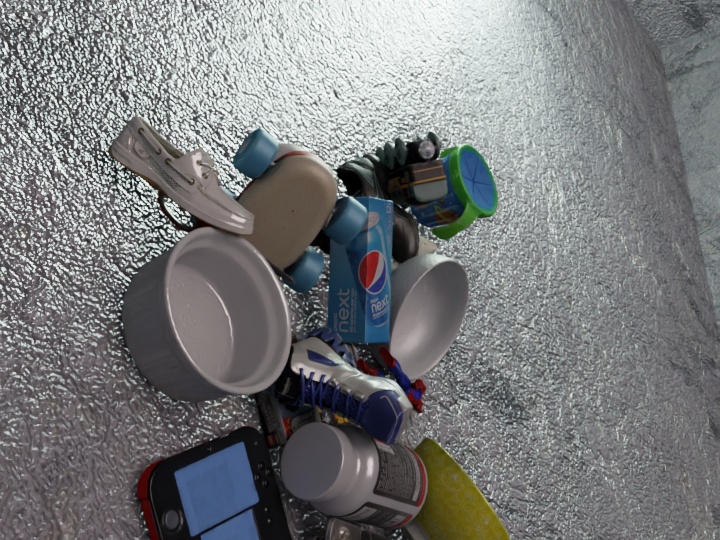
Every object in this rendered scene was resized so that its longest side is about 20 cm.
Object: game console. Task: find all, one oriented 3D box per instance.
[{"bbox_3d":[-0.159,0.284,1.031,0.200,0.031,0.178,-12,82,-56],"label":"game console"}]

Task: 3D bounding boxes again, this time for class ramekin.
[{"bbox_3d":[-0.183,0.058,1.060,0.200,0.097,0.201,32,48,-43],"label":"ramekin"}]

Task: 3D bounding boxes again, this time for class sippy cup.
[{"bbox_3d":[0.159,-0.142,1.623,0.178,0.130,0.140,-35,102,-56],"label":"sippy cup"}]

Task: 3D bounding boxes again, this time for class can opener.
[{"bbox_3d":[-0.009,0.370,1.186,0.200,0.067,0.054,43,44,-53],"label":"can opener"}]

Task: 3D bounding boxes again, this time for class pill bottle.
[{"bbox_3d":[-0.006,0.264,1.164,0.200,0.115,0.116,34,46,-50],"label":"pill bottle"}]

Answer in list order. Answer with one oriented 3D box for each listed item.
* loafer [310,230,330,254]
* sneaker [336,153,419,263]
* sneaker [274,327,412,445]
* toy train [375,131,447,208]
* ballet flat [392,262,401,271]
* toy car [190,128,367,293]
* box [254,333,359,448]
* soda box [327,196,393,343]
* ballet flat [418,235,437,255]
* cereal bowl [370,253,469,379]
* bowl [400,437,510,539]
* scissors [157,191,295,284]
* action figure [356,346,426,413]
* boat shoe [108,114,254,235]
[{"bbox_3d":[-0.039,-0.062,1.365,0.073,0.071,0.200,44,12,22],"label":"loafer"},{"bbox_3d":[0.024,-0.095,1.468,0.079,0.075,0.201,-14,70,-44],"label":"sneaker"},{"bbox_3d":[-0.041,0.151,1.114,0.115,0.081,0.199,-11,37,-43],"label":"sneaker"},{"bbox_3d":[0.082,-0.162,1.497,0.085,0.200,0.115,-12,92,-16],"label":"toy train"},{"bbox_3d":[0.019,0.001,1.419,0.200,0.069,0.070,17,59,-55],"label":"ballet flat"},{"bbox_3d":[-0.114,-0.104,1.235,0.184,0.177,0.200,35,16,-21],"label":"toy car"},{"bbox_3d":[-0.066,0.156,1.224,0.200,0.040,0.138,0,72,-55],"label":"box"},{"bbox_3d":[0.000,0.000,1.257,0.064,0.068,0.201,3,88,-55],"label":"soda box"},{"bbox_3d":[0.106,-0.002,1.520,0.068,0.075,0.201,12,60,-78],"label":"ballet flat"},{"bbox_3d":[0.079,0.063,1.396,0.200,0.083,0.201,-31,134,-39],"label":"cereal bowl"},{"bbox_3d":[0.114,0.353,1.290,0.107,0.200,0.201,-36,106,-12],"label":"bowl"},{"bbox_3d":[-0.170,-0.038,1.124,0.200,0.073,0.014,49,11,-4],"label":"scissors"},{"bbox_3d":[0.057,0.175,1.341,0.052,0.065,0.200,60,7,32],"label":"action figure"},{"bbox_3d":[-0.203,-0.115,1.071,0.200,0.069,0.071,34,9,0],"label":"boat shoe"}]
